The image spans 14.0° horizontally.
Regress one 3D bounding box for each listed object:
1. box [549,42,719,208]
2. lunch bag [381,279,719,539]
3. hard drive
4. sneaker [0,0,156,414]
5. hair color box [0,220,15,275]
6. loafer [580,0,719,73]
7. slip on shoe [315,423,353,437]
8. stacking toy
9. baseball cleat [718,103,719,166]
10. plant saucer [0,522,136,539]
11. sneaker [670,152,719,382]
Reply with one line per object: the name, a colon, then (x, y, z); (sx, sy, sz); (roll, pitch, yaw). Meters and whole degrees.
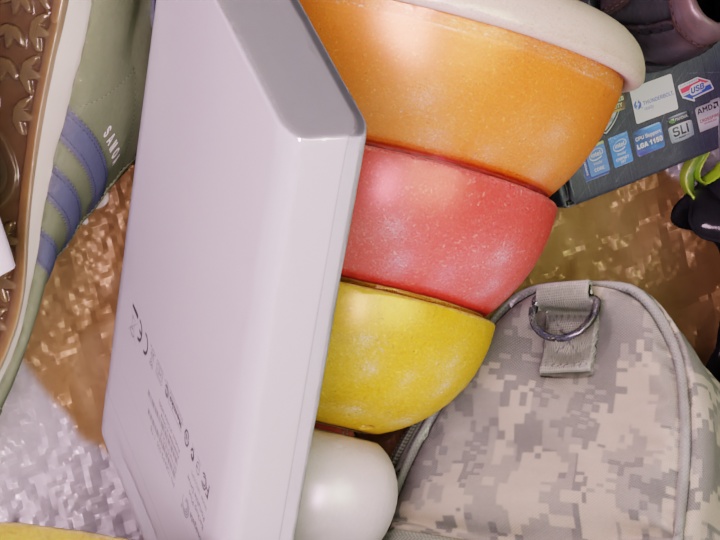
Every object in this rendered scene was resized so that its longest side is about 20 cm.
box: (0.122, -0.127, 1.058); (0.200, 0.051, 0.158); (-21, 102, -26)
lunch bag: (0.095, 0.114, 0.991); (0.200, 0.139, 0.168); (45, 55, -48)
hard drive: (-0.042, 0.007, 0.881); (0.027, 0.132, 0.200); (-4, 128, -19)
sneaker: (-0.104, -0.027, 0.929); (0.090, 0.067, 0.200); (-12, 122, -61)
hair color box: (-0.174, -0.069, 0.803); (0.100, 0.061, 0.200); (-32, 124, -29)
loafer: (0.122, -0.165, 0.991); (0.072, 0.063, 0.200); (13, 84, -27)
slip on shoe: (-0.017, 0.127, 0.991); (0.061, 0.074, 0.200); (-11, 94, -31)
stacking toy: (0.000, 0.000, 0.936); (0.146, 0.146, 0.200); (15, 88, -29)
baseball cleat: (0.179, 0.017, 1.003); (0.070, 0.106, 0.200); (-23, 96, 3)
plant saucer: (-0.025, 0.175, 0.889); (0.048, 0.200, 0.200); (-70, 164, -49)
sneaker: (0.166, 0.041, 1.098); (0.083, 0.072, 0.200); (-21, 101, -6)
